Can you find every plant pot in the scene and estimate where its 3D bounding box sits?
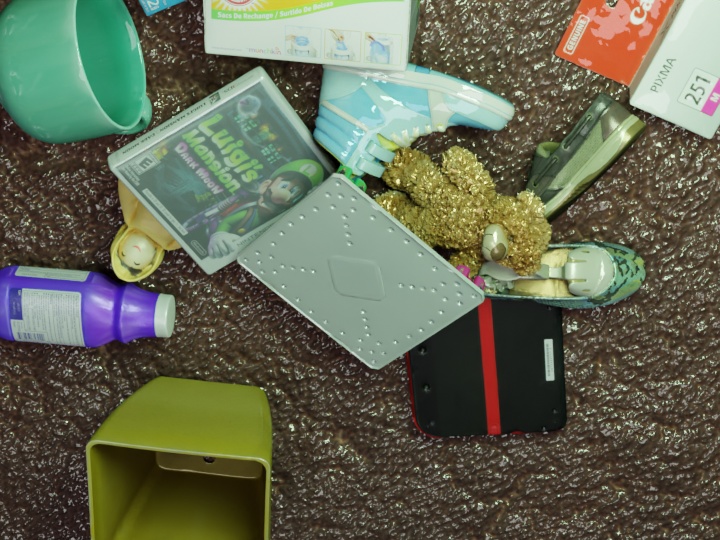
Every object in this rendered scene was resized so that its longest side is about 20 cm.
[{"bbox_3d":[-0.187,0.229,1.815,0.197,0.177,0.202,5,121,4],"label":"plant pot"}]

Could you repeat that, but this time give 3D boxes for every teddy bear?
[{"bbox_3d":[0.094,-0.054,1.636,0.200,0.067,0.146,40,114,19],"label":"teddy bear"}]

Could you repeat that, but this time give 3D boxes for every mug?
[{"bbox_3d":[-0.290,-0.189,1.598,0.113,0.153,0.187,-10,119,17],"label":"mug"}]

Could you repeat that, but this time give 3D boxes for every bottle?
[{"bbox_3d":[-0.305,0.042,1.786,0.197,0.066,0.084,4,121,5],"label":"bottle"}]

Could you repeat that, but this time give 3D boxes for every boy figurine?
[{"bbox_3d":[-0.208,-0.071,1.709,0.124,0.065,0.200,35,115,-16],"label":"boy figurine"}]

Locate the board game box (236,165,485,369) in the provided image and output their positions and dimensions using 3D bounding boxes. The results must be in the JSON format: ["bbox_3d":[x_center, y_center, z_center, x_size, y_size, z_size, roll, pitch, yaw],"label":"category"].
[{"bbox_3d":[0.000,0.000,1.651,0.199,0.026,0.200,39,138,-14],"label":"board game box"}]

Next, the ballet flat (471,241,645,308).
[{"bbox_3d":[0.199,0.004,1.684,0.197,0.075,0.075,-3,120,7],"label":"ballet flat"}]

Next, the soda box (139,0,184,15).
[{"bbox_3d":[-0.215,-0.352,1.541,0.064,0.068,0.201,-18,116,18],"label":"soda box"}]

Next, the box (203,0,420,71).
[{"bbox_3d":[-0.045,-0.266,1.543,0.197,0.113,0.102,6,121,6],"label":"box"}]

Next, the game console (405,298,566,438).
[{"bbox_3d":[0.137,0.096,1.782,0.174,0.031,0.202,-4,120,5],"label":"game console"}]

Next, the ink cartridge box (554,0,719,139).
[{"bbox_3d":[0.304,-0.248,1.547,0.172,0.044,0.201,21,121,-7],"label":"ink cartridge box"}]

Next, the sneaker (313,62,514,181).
[{"bbox_3d":[0.046,-0.138,1.604,0.198,0.080,0.132,16,97,8],"label":"sneaker"}]

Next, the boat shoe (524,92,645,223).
[{"bbox_3d":[0.204,-0.104,1.634,0.066,0.072,0.201,51,130,7],"label":"boat shoe"}]

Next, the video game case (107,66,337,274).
[{"bbox_3d":[-0.129,-0.096,1.641,0.181,0.023,0.200,-29,137,9],"label":"video game case"}]
